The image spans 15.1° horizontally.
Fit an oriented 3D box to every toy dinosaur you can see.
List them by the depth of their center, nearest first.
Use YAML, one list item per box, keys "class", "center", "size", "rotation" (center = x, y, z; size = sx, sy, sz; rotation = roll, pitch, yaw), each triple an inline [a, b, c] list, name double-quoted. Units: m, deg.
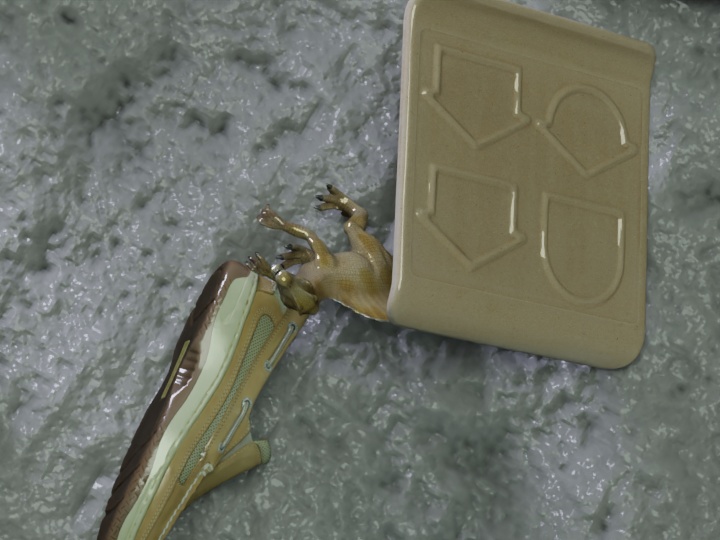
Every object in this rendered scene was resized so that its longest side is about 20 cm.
- class: "toy dinosaur"
  center: [0.000, 0.000, 1.610]
  size: [0.101, 0.200, 0.058]
  rotation: [41, 122, 32]

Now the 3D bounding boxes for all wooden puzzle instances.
- class: "wooden puzzle"
  center: [0.091, -0.052, 1.609]
  size: [0.185, 0.046, 0.201]
  rotation: [12, 78, -33]

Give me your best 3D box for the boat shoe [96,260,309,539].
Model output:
- class: "boat shoe"
  center: [-0.087, 0.097, 1.591]
  size: [0.076, 0.072, 0.200]
  rotation: [27, 81, -13]
